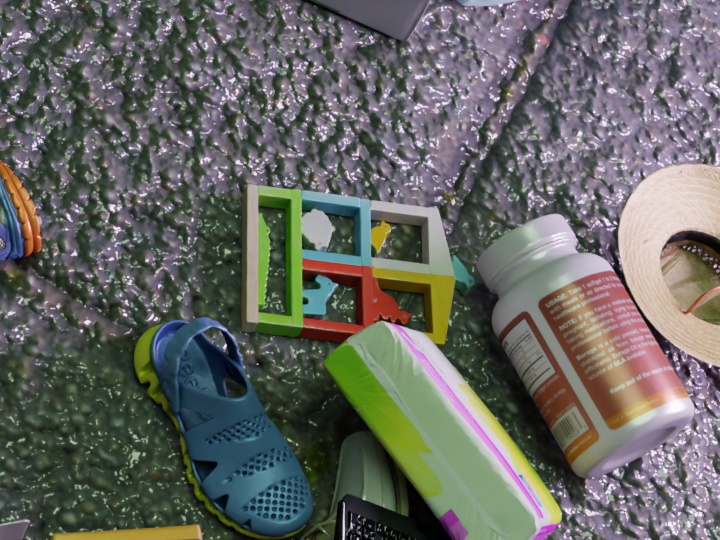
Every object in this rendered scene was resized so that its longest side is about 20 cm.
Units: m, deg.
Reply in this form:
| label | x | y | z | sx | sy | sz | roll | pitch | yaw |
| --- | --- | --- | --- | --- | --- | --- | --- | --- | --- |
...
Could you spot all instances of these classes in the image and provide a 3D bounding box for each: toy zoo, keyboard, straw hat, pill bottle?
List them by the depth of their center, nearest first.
| label | x | y | z | sx | sy | sz | roll | pitch | yaw |
| --- | --- | --- | --- | --- | --- | --- | --- | --- | --- |
| keyboard | 0.051 | 0.234 | 1.366 | 0.200 | 0.040 | 0.104 | 28 | 60 | -47 |
| pill bottle | 0.178 | 0.059 | 1.527 | 0.112 | 0.112 | 0.200 | -19 | 71 | -27 |
| toy zoo | 0.000 | 0.000 | 1.550 | 0.200 | 0.020 | 0.131 | 7 | 61 | -15 |
| straw hat | 0.290 | 0.015 | 1.607 | 0.201 | 0.085 | 0.201 | 9 | 64 | -19 |

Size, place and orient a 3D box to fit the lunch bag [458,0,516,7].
| label | x | y | z | sx | sy | sz | roll | pitch | yaw |
| --- | --- | --- | --- | --- | --- | --- | --- | --- | --- |
| lunch bag | 0.160 | -0.348 | 1.708 | 0.122 | 0.170 | 0.200 | 34 | 57 | 10 |

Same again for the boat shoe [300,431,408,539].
| label | x | y | z | sx | sy | sz | roll | pitch | yaw |
| --- | --- | --- | --- | --- | --- | --- | --- | --- | --- |
| boat shoe | -0.008 | 0.212 | 1.400 | 0.068 | 0.075 | 0.200 | 10 | 61 | -20 |

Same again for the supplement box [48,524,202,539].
| label | x | y | z | sx | sy | sz | roll | pitch | yaw |
| --- | --- | --- | --- | --- | --- | --- | --- | --- | --- |
| supplement box | -0.159 | 0.287 | 1.299 | 0.110 | 0.086 | 0.200 | -1 | 63 | -20 |

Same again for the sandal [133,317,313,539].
| label | x | y | z | sx | sy | sz | roll | pitch | yaw |
| --- | --- | --- | --- | --- | --- | --- | --- | --- | --- |
| sandal | -0.102 | 0.114 | 1.415 | 0.079 | 0.087 | 0.200 | -29 | 77 | -32 |

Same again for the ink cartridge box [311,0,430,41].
| label | x | y | z | sx | sy | sz | roll | pitch | yaw |
| --- | --- | --- | --- | --- | --- | --- | --- | --- | --- |
| ink cartridge box | 0.014 | -0.329 | 1.697 | 0.146 | 0.084 | 0.200 | 22 | 58 | -7 |

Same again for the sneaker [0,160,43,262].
| label | x | y | z | sx | sy | sz | roll | pitch | yaw |
| --- | --- | --- | --- | --- | --- | --- | --- | --- | --- |
| sneaker | -0.328 | -0.085 | 1.453 | 0.078 | 0.075 | 0.200 | -31 | 74 | -27 |

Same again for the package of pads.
| label | x | y | z | sx | sy | sz | roll | pitch | yaw |
| --- | --- | --- | --- | --- | --- | --- | --- | --- | --- |
| package of pads | 0.068 | 0.132 | 1.428 | 0.068 | 0.155 | 0.200 | -38 | 78 | 7 |

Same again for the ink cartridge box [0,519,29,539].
| label | x | y | z | sx | sy | sz | roll | pitch | yaw |
| --- | --- | --- | --- | --- | --- | --- | --- | --- | --- |
| ink cartridge box | -0.318 | 0.236 | 1.254 | 0.200 | 0.115 | 0.068 | -11 | 67 | -24 |
